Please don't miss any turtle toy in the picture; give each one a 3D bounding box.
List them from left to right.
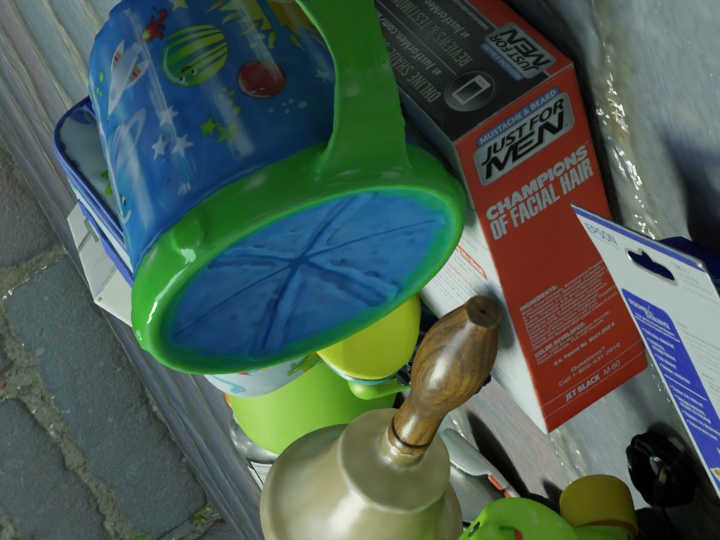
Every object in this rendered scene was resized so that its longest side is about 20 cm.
[{"bbox_3d":[0.092,0.176,0.989,0.200,0.101,0.146,84,180,-53],"label":"turtle toy"}]

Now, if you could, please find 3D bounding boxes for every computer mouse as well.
[{"bbox_3d":[0.151,0.139,1.048,0.059,0.034,0.200,50,167,31],"label":"computer mouse"}]

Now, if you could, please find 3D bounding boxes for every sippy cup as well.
[{"bbox_3d":[-0.045,-0.048,0.809,0.140,0.178,0.131,21,-141,-59],"label":"sippy cup"}]

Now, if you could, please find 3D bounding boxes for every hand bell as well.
[{"bbox_3d":[0.025,0.071,0.925,0.104,0.104,0.200,52,149,18],"label":"hand bell"}]

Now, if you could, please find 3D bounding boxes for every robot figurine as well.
[{"bbox_3d":[-0.039,0.044,1.342,0.175,0.116,0.200,33,150,35],"label":"robot figurine"}]

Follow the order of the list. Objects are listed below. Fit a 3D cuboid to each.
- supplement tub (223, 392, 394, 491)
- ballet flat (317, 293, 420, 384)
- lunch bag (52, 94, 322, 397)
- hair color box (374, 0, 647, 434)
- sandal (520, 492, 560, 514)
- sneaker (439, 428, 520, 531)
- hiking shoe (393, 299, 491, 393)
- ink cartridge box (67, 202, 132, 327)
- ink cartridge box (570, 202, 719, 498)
[{"bbox_3d":[-0.023,0.142,1.566,0.122,0.122,0.200,37,158,59],"label":"supplement tub"},{"bbox_3d":[-0.007,-0.037,1.012,0.067,0.067,0.200,95,172,-46],"label":"ballet flat"},{"bbox_3d":[-0.067,-0.039,1.138,0.200,0.161,0.082,53,169,22],"label":"lunch bag"},{"bbox_3d":[0.057,-0.033,0.884,0.111,0.064,0.200,48,168,40],"label":"hair color box"},{"bbox_3d":[0.153,0.221,1.242,0.200,0.045,0.075,54,170,13],"label":"sandal"},{"bbox_3d":[0.078,0.193,1.384,0.077,0.082,0.200,43,163,49],"label":"sneaker"},{"bbox_3d":[0.000,0.000,1.198,0.200,0.087,0.074,29,161,14],"label":"hiking shoe"},{"bbox_3d":[-0.128,-0.003,1.507,0.145,0.084,0.200,35,-173,-22],"label":"ink cartridge box"},{"bbox_3d":[0.156,0.055,0.775,0.200,0.039,0.099,60,169,-26],"label":"ink cartridge box"}]
